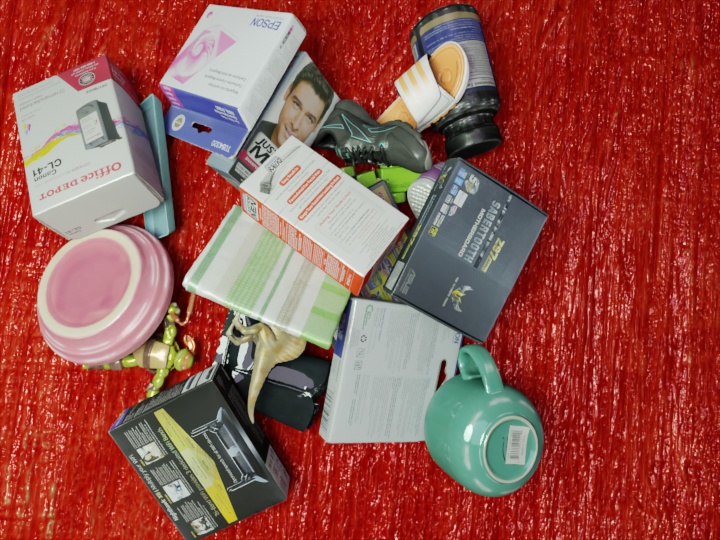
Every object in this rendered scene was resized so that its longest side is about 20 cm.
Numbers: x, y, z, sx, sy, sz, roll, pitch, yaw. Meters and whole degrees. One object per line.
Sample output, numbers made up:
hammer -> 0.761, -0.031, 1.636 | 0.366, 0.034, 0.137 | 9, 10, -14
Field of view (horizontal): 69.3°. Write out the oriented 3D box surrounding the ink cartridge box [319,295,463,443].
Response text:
ink cartridge box -> 0.050, 0.145, 0.751 | 0.197, 0.043, 0.201 | 9, 94, -31

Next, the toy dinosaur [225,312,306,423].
toy dinosaur -> -0.122, 0.089, 0.681 | 0.100, 0.058, 0.203 | 30, 74, -8

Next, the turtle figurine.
turtle figurine -> -0.298, 0.106, 0.736 | 0.158, 0.064, 0.205 | 12, 94, 4

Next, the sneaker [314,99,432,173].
sneaker -> 0.016, -0.172, 0.733 | 0.079, 0.076, 0.199 | -44, 52, -16

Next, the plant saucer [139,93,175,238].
plant saucer -> -0.301, -0.147, 0.762 | 0.019, 0.069, 0.205 | -2, 84, -47

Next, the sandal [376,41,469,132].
sandal -> 0.069, -0.234, 0.746 | 0.206, 0.059, 0.080 | -42, 71, 32

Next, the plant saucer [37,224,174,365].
plant saucer -> -0.355, 0.023, 0.708 | 0.196, 0.051, 0.205 | -4, 67, 9

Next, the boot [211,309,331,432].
boot -> -0.118, 0.113, 0.748 | 0.165, 0.076, 0.204 | 16, 80, -8

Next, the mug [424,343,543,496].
mug -> 0.170, 0.219, 0.727 | 0.152, 0.114, 0.186 | -40, 103, -14

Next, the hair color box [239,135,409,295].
hair color box -> -0.049, -0.074, 0.688 | 0.199, 0.064, 0.111 | 37, 64, 8

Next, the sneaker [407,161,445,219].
sneaker -> 0.149, -0.067, 0.792 | 0.114, 0.072, 0.203 | -46, 121, -45

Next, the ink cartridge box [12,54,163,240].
ink cartridge box -> -0.370, -0.168, 0.709 | 0.145, 0.086, 0.203 | -22, 69, -1

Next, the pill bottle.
pill bottle -> 0.148, -0.279, 0.788 | 0.109, 0.112, 0.204 | -13, 87, -6

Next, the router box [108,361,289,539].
router box -> -0.208, 0.247, 0.696 | 0.155, 0.052, 0.203 | -25, 106, 5

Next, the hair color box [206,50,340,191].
hair color box -> -0.123, -0.205, 0.756 | 0.060, 0.099, 0.202 | 25, 81, 37

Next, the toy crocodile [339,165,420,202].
toy crocodile -> 0.013, -0.132, 0.792 | 0.196, 0.062, 0.069 | -12, 104, -9

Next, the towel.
towel -> -0.108, 0.007, 0.680 | 0.197, 0.031, 0.151 | 24, 54, 0

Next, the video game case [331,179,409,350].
video game case -> 0.000, 0.000, 0.767 | 0.178, 0.025, 0.203 | -28, 102, -5

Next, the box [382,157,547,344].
box -> 0.143, -0.025, 0.710 | 0.156, 0.051, 0.203 | 28, 91, -16

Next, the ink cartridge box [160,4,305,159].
ink cartridge box -> -0.196, -0.273, 0.729 | 0.194, 0.043, 0.203 | 24, 81, 35
